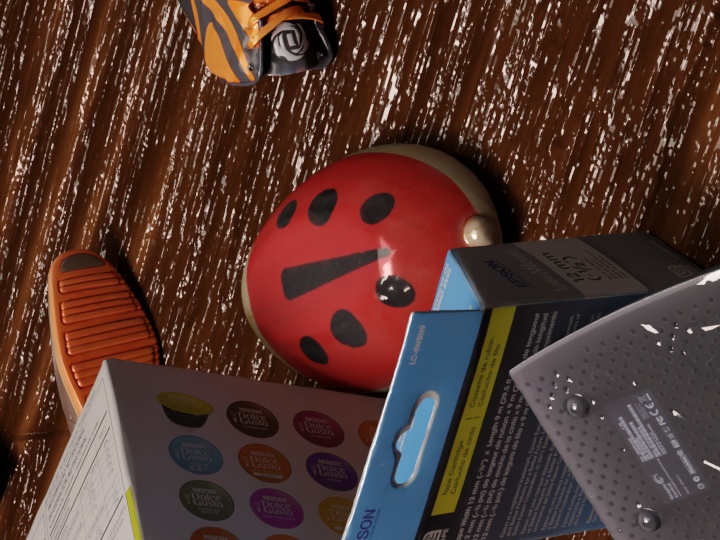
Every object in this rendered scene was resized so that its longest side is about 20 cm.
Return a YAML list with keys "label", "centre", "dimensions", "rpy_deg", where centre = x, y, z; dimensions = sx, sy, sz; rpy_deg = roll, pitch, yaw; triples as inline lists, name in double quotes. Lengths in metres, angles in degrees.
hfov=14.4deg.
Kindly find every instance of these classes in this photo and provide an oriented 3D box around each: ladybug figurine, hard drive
- label: "ladybug figurine"
  centre: [0.000, 0.000, 1.574]
  dimensions: [0.200, 0.072, 0.136]
  rpy_deg: [-25, 75, 49]
- label: "hard drive"
  centre: [0.176, 0.059, 1.291]
  dimensions: [0.200, 0.042, 0.135]
  rpy_deg: [-25, 101, 42]

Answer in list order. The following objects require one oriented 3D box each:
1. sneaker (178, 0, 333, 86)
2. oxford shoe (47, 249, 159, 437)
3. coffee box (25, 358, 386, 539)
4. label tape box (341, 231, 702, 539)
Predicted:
- label: "sneaker"
  centre: [-0.038, -0.172, 1.610]
  dimensions: [0.200, 0.078, 0.112]
  rpy_deg: [-39, 68, 57]
- label: "oxford shoe"
  centre: [-0.165, 0.087, 1.790]
  dimensions: [0.073, 0.071, 0.200]
  rpy_deg: [-30, 71, 53]
- label: "coffee box"
  centre: [-0.065, 0.194, 1.536]
  dimensions: [0.198, 0.200, 0.200]
  rpy_deg: [-108, 35, -48]
- label: "label tape box"
  centre: [0.068, 0.061, 1.396]
  dimensions: [0.066, 0.200, 0.143]
  rpy_deg: [40, 124, 43]
